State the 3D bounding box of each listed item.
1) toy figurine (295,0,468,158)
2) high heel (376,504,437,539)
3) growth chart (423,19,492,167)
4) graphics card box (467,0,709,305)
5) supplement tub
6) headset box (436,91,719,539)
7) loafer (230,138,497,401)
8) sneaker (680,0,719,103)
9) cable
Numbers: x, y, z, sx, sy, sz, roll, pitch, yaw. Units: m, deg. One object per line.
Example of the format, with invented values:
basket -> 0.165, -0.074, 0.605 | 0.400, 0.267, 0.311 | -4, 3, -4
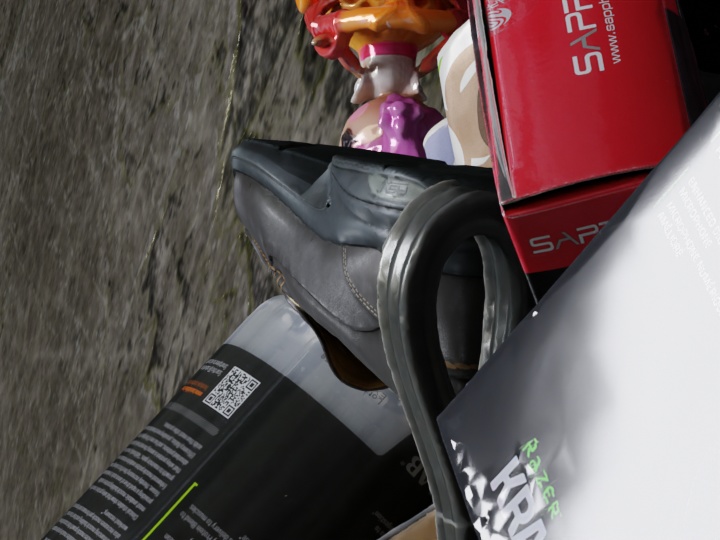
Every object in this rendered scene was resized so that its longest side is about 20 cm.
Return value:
toy figurine -> 0.014, -0.071, 1.036 | 0.200, 0.149, 0.185 | 102, 163, -71
high heel -> 0.016, 0.079, 0.886 | 0.071, 0.142, 0.201 | -123, 48, -68
growth chart -> 0.055, -0.060, 0.871 | 0.145, 0.018, 0.201 | -110, 39, -54
graphics card box -> 0.076, 0.005, 0.723 | 0.126, 0.051, 0.200 | -95, -12, -46
supplement tub -> -0.051, 0.117, 0.983 | 0.200, 0.123, 0.122 | -46, 13, -11
headset box -> 0.127, 0.037, 0.522 | 0.200, 0.092, 0.175 | -50, 44, 33
loafer -> 0.000, 0.000, 0.852 | 0.200, 0.072, 0.073 | -157, 72, -76
sneaker -> 0.090, -0.103, 0.923 | 0.099, 0.070, 0.201 | 125, 148, -45
cable -> 0.031, 0.074, 0.766 | 0.050, 0.097, 0.201 | 24, 142, 61
